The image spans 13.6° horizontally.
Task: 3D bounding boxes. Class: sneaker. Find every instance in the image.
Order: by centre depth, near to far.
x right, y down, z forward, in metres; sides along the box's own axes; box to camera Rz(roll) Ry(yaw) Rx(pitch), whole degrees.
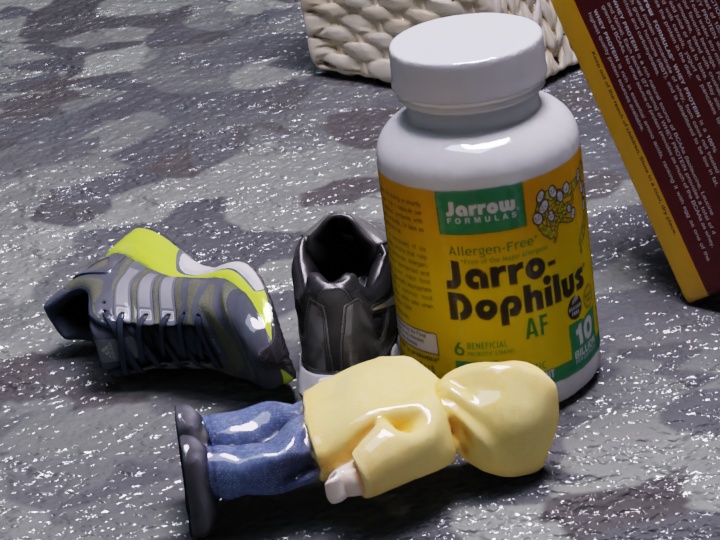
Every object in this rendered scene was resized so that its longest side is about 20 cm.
[{"bbox_3d":[-0.107,0.035,1.718,0.081,0.074,0.200,-31,25,-26],"label":"sneaker"},{"bbox_3d":[0.000,0.000,1.722,0.066,0.091,0.200,-2,23,9],"label":"sneaker"}]

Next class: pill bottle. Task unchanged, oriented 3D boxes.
[{"bbox_3d":[0.068,-0.032,1.636,0.112,0.201,0.113,-6,23,2],"label":"pill bottle"}]

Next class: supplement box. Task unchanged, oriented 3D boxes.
[{"bbox_3d":[0.249,-0.115,1.695,0.132,0.198,0.200,-25,0,-36],"label":"supplement box"}]

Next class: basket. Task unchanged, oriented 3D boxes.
[{"bbox_3d":[0.060,-0.207,2.139,0.199,0.136,0.123,12,33,37],"label":"basket"}]

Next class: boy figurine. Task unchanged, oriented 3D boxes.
[{"bbox_3d":[0.003,0.084,1.561,0.199,0.065,0.124,-9,23,-6],"label":"boy figurine"}]
